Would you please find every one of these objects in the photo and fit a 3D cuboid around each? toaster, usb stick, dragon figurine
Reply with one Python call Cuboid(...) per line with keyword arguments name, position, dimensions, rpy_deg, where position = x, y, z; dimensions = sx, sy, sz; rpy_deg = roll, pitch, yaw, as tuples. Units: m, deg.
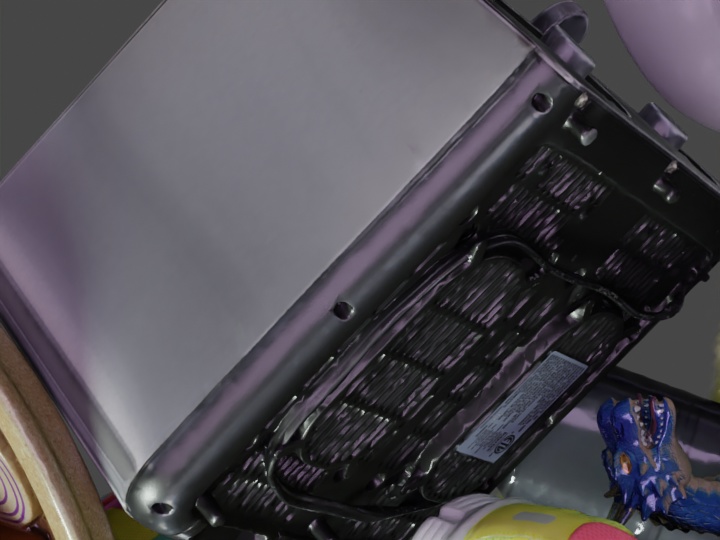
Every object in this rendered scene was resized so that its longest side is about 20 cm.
Cuboid(name="toaster", position=(0.000, 0.000, 0.720), dimensions=(0.200, 0.181, 0.119), rpy_deg=(-47, 62, 11))
Cuboid(name="usb stick", position=(0.141, 0.081, 0.790), dimensions=(0.198, 0.033, 0.056), rpy_deg=(20, 94, 6))
Cuboid(name="dragon figurine", position=(0.143, 0.111, 0.745), dimensions=(0.099, 0.059, 0.201), rpy_deg=(-24, 103, 13))

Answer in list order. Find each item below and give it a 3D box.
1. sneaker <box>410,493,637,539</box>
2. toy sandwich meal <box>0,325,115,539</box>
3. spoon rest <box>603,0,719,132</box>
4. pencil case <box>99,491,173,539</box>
Cuboid(name="sneaker", position=(0.085, 0.155, 0.697), dimensions=(0.078, 0.090, 0.201), rpy_deg=(-34, 96, -31))
Cuboid(name="toy sandwich meal", position=(-0.141, 0.080, 0.712), dimensions=(0.070, 0.205, 0.206), rpy_deg=(-30, 91, -30))
Cuboid(name="spoon rest", position=(0.096, -0.125, 0.749), dimensions=(0.099, 0.061, 0.200), rpy_deg=(-46, 113, -3))
Cuboid(name="pencil case", position=(-0.050, 0.161, 0.803), dimensions=(0.088, 0.088, 0.201), rpy_deg=(-32, 89, 10))
